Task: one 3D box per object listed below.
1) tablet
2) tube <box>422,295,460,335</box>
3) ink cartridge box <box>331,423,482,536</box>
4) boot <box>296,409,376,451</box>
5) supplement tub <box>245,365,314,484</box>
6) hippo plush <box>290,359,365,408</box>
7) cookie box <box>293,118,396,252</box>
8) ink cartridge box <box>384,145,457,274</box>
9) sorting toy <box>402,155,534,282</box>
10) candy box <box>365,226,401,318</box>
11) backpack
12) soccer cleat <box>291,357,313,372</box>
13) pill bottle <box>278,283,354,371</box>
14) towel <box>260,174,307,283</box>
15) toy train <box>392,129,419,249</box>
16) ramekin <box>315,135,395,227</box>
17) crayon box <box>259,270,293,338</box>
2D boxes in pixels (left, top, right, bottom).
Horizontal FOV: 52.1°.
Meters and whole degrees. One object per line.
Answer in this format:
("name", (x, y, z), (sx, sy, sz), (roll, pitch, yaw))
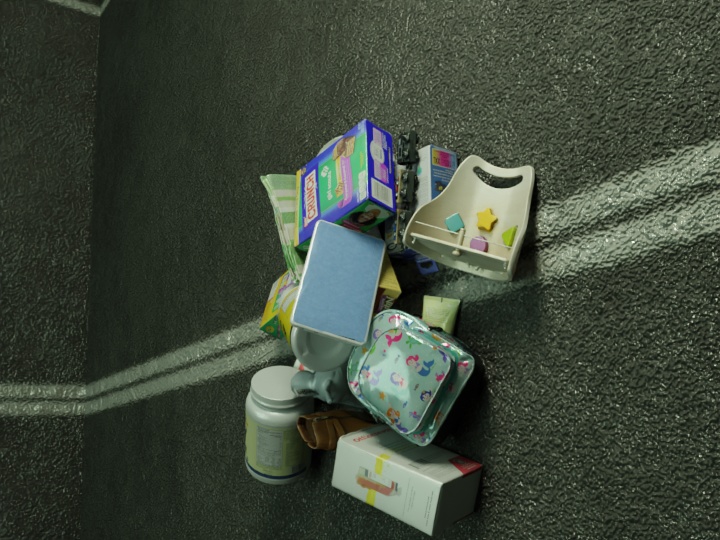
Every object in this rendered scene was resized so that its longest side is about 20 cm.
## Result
("tablet", (-0.034, 0.018, 1.207), (0.014, 0.127, 0.204), (117, 168, -58))
("tube", (0.127, 0.148, 1.262), (0.052, 0.056, 0.206), (108, 170, -86))
("ink cartridge box", (0.073, 0.326, 1.174), (0.196, 0.144, 0.086), (16, 98, 35))
("boot", (-0.015, 0.310, 1.334), (0.198, 0.152, 0.076), (16, 96, 53))
("supplement tub", (-0.167, 0.317, 1.519), (0.144, 0.142, 0.205), (36, 129, 50))
("hippo plush", (-0.053, 0.165, 1.401), (0.156, 0.199, 0.166), (6, 80, 32))
("cookie box", (-0.031, -0.141, 1.322), (0.198, 0.074, 0.175), (-30, 49, 39))
("ink cartridge box", (0.107, -0.099, 1.303), (0.135, 0.075, 0.206), (-14, 72, 54))
("sorting toy", (0.195, -0.090, 1.168), (0.197, 0.106, 0.184), (18, 84, 35))
("candy box", (0.000, 0.000, 1.332), (0.118, 0.055, 0.203), (-56, 35, 34))
("backpack", (0.076, 0.164, 1.182), (0.198, 0.150, 0.180), (34, 95, 31))
("soccer cleat", (-0.074, 0.147, 1.536), (0.072, 0.068, 0.204), (30, 103, 22))
("pill bottle", (-0.083, 0.090, 1.291), (0.200, 0.111, 0.117), (-140, 62, -70))
("towel", (-0.117, -0.081, 1.384), (0.023, 0.152, 0.205), (-20, 86, 24))
("toy train", (0.075, -0.138, 1.263), (0.045, 0.033, 0.206), (-6, 80, 58))
("ramekin", (-0.024, -0.173, 1.466), (0.200, 0.093, 0.208), (-18, 65, 45))
("crayon box", (-0.142, 0.056, 1.589), (0.199, 0.057, 0.121), (-37, 33, 52))
